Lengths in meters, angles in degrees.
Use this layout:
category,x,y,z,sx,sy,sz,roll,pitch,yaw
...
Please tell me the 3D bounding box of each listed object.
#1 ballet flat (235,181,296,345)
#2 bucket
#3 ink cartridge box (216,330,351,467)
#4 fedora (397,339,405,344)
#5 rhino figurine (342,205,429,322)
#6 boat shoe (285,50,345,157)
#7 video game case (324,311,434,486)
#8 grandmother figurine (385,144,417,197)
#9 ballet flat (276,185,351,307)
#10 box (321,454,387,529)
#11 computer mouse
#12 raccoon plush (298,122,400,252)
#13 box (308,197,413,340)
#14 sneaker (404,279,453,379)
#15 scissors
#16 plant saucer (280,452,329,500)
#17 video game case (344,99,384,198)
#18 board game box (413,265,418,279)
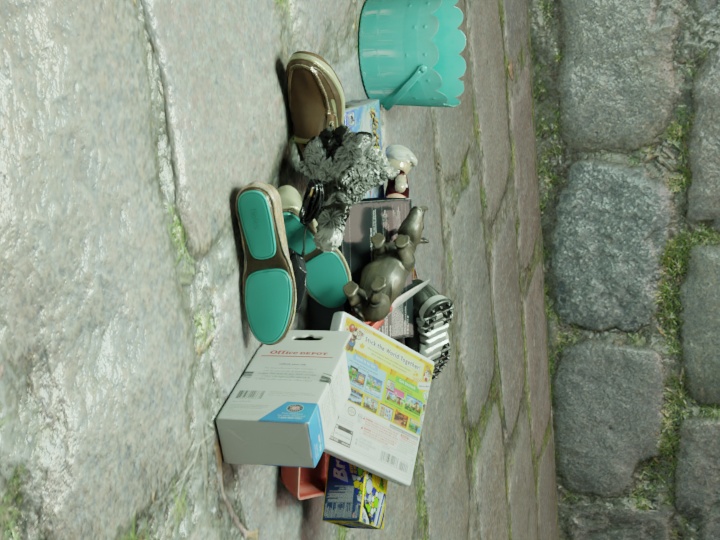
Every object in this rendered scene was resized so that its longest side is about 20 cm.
category,x,y,z,sx,sy,sz,roll,pitch,yaw
ballet flat,-0.108,-0.012,1.516,0.067,0.068,0.200,-59,147,-72
bucket,0.086,-0.356,2.025,0.207,0.135,0.208,0,90,-72
ink cartridge box,-0.083,0.151,1.512,0.200,0.116,0.067,-61,147,-57
fedora,0.020,0.182,1.893,0.177,0.090,0.200,-69,150,-51
rhino figurine,0.043,-0.014,1.699,0.200,0.060,0.088,-58,155,-29
boat shoe,-0.058,-0.197,1.665,0.202,0.075,0.075,70,32,-49
video game case,0.016,0.175,1.689,0.200,0.023,0.182,31,63,-40
grandmother figurine,0.053,-0.107,1.914,0.121,0.060,0.200,119,-21,-60
ballet flat,-0.067,-0.034,1.638,0.200,0.069,0.070,61,32,-43
box,-0.001,0.252,1.734,0.070,0.064,0.200,34,58,-55
computer mouse,-0.081,-0.027,1.553,0.059,0.034,0.200,-116,-145,-53
raccoon plush,-0.019,-0.094,1.640,0.134,0.097,0.200,44,57,-54
box,0.000,0.000,1.760,0.141,0.079,0.200,-7,98,-46
sneaker,0.089,0.088,1.859,0.091,0.066,0.200,51,-29,35
scissors,0.029,0.054,1.730,0.200,0.014,0.073,-48,122,-29
plant saucer,-0.064,0.206,1.715,0.200,0.037,0.200,19,72,-71
video game case,-0.009,-0.148,1.874,0.181,0.045,0.200,-40,128,-70
board game box,0.068,-0.008,2.047,0.135,0.034,0.200,66,12,-55
